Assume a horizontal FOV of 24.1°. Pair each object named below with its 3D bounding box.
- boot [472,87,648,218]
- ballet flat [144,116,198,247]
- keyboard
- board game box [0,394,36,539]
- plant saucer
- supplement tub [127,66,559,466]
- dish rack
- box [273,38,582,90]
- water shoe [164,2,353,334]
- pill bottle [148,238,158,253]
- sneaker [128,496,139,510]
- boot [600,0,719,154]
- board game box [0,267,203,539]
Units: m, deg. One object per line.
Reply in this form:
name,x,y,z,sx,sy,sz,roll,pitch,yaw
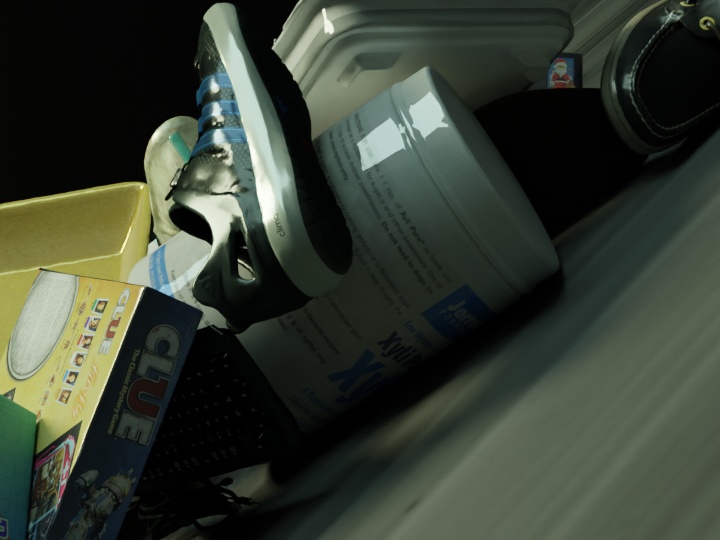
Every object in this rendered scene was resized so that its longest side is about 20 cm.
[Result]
boot,0.070,-0.063,0.981,0.199,0.074,0.075,-17,12,2
ballet flat,-0.097,-0.047,0.997,0.067,0.063,0.200,-34,-6,-13
keyboard,-0.103,0.094,0.841,0.200,0.104,0.040,-21,20,50
board game box,-0.216,0.167,0.750,0.152,0.045,0.201,-30,44,29
plant saucer,-0.219,0.034,1.009,0.198,0.049,0.201,-10,36,4
supplement tub,-0.011,0.000,0.886,0.199,0.132,0.132,-33,9,12
dish rack,0.025,-0.103,0.969,0.170,0.044,0.200,-5,-18,-23
box,0.039,-0.115,1.128,0.198,0.038,0.137,2,-7,-2
water shoe,-0.065,-0.056,0.821,0.079,0.072,0.201,-31,42,11
pill bottle,-0.057,-0.021,1.215,0.200,0.111,0.111,-37,9,-9
sneaker,-0.141,0.096,1.028,0.115,0.076,0.201,-26,20,1
boot,0.234,-0.145,0.930,0.200,0.073,0.150,-36,8,-36
board game box,-0.153,0.101,0.803,0.135,0.034,0.201,7,74,58
